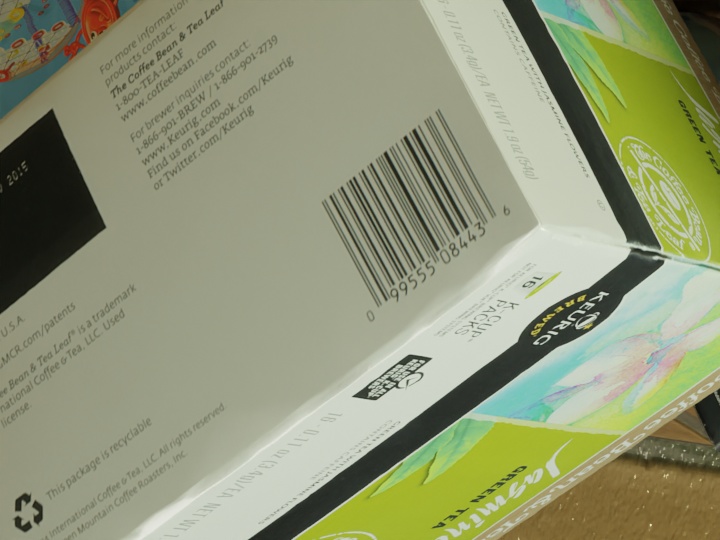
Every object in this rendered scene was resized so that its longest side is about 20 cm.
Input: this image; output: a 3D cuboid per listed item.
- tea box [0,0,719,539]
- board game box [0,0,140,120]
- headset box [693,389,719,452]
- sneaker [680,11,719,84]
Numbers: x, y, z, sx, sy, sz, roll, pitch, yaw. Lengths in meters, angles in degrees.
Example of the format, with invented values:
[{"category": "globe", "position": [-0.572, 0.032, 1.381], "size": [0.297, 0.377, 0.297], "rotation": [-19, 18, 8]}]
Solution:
[{"category": "tea box", "position": [0.000, 0.000, 0.860], "size": [0.200, 0.134, 0.196], "rotation": [-37, 157, 24]}, {"category": "board game box", "position": [-0.030, -0.072, 0.926], "size": [0.199, 0.056, 0.196], "rotation": [-31, 159, 15]}, {"category": "headset box", "position": [0.222, -0.010, 0.998], "size": [0.199, 0.093, 0.174], "rotation": [-35, 149, 22]}, {"category": "sneaker", "position": [0.067, -0.071, 1.135], "size": [0.082, 0.075, 0.199], "rotation": [10, 174, -40]}]
